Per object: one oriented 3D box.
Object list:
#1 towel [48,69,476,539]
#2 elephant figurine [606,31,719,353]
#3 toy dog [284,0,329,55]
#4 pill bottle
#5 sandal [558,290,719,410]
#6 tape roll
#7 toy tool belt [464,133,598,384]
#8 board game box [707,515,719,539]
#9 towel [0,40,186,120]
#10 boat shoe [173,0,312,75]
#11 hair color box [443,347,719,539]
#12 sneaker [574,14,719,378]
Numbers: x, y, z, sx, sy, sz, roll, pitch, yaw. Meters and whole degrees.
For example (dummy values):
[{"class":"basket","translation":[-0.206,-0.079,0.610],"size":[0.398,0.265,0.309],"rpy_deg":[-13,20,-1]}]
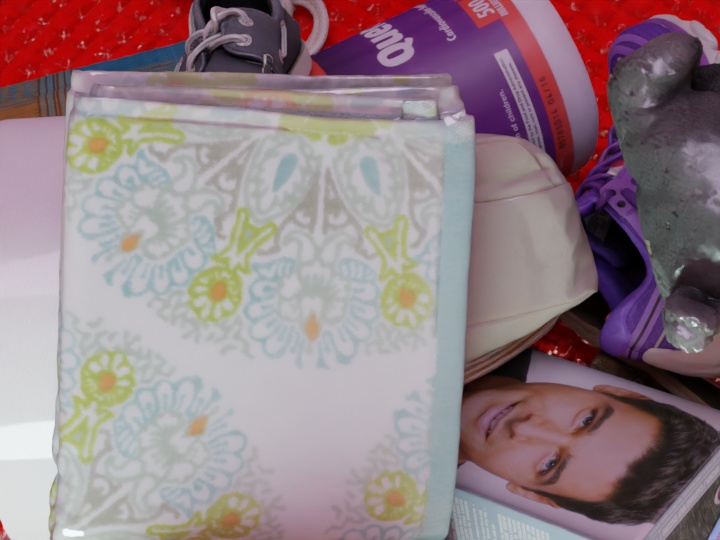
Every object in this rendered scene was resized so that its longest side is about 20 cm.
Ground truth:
[{"class":"towel","translation":[-0.040,0.017,0.889],"size":[0.170,0.048,0.201],"rpy_deg":[1,99,-13]},{"class":"elephant figurine","translation":[0.210,-0.060,0.898],"size":[0.199,0.141,0.156],"rpy_deg":[-15,81,10]},{"class":"toy dog","translation":[-0.021,-0.216,1.200],"size":[0.200,0.096,0.132],"rpy_deg":[-37,62,-17]},{"class":"pill bottle","translation":[0.013,-0.065,1.095],"size":[0.199,0.113,0.113],"rpy_deg":[-26,60,-11]},{"class":"sandal","translation":[0.128,0.067,1.047],"size":[0.212,0.078,0.070],"rpy_deg":[43,102,33]},{"class":"tape roll","translation":[-0.125,0.029,0.999],"size":[0.070,0.203,0.203],"rpy_deg":[-3,58,2]},{"class":"toy tool belt","translation":[0.000,0.000,0.989],"size":[0.199,0.123,0.126],"rpy_deg":[-16,101,-9]},{"class":"board game box","translation":[0.211,0.155,0.897],"size":[0.157,0.039,0.201],"rpy_deg":[28,71,12]},{"class":"towel","translation":[-0.175,-0.076,1.126],"size":[0.199,0.022,0.147],"rpy_deg":[-14,18,-2]},{"class":"boat shoe","translation":[-0.065,-0.091,0.985],"size":[0.072,0.062,0.200],"rpy_deg":[-15,19,12]},{"class":"hair color box","translation":[0.066,0.088,0.983],"size":[0.199,0.061,0.099],"rpy_deg":[18,44,35]},{"class":"sneaker","translation":[0.136,-0.043,1.025],"size":[0.083,0.081,0.201],"rpy_deg":[7,52,-10]}]
